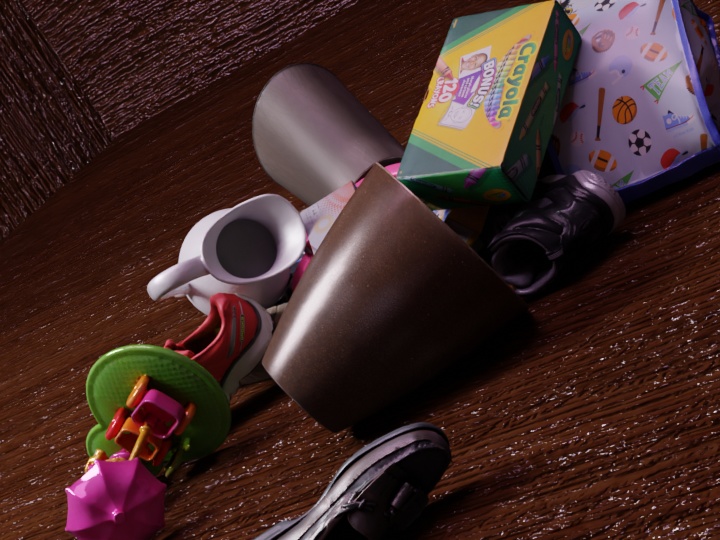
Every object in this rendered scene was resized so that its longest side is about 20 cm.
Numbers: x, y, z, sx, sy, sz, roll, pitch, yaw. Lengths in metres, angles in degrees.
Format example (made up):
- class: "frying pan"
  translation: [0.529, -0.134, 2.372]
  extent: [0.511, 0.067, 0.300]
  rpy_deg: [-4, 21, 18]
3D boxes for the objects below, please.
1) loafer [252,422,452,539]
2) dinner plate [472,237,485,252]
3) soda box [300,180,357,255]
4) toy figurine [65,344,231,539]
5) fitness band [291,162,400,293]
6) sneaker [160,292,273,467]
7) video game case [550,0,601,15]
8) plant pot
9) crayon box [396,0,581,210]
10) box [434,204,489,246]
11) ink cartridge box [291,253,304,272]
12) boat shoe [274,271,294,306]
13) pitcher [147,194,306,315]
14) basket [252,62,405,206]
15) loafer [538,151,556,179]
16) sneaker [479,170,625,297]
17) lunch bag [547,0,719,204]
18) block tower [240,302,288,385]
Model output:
- class: "loafer"
  translation: [-0.008, 0.195, 1.188]
  extent: [0.200, 0.072, 0.063]
  rpy_deg: [-39, 34, 8]
- class: "dinner plate"
  translation: [0.121, -0.082, 1.700]
  extent: [0.200, 0.024, 0.200]
  rpy_deg: [-46, 21, 23]
- class: "soda box"
  translation: [0.000, 0.000, 1.607]
  extent: [0.068, 0.064, 0.200]
  rpy_deg: [-32, 38, 10]
- class: "toy figurine"
  translation: [-0.231, 0.200, 1.539]
  extent: [0.200, 0.150, 0.184]
  rpy_deg: [-50, 12, 38]
- class: "fitness band"
  translation: [0.007, -0.033, 1.708]
  extent: [0.200, 0.037, 0.144]
  rpy_deg: [-45, 36, -4]
- class: "sneaker"
  translation: [-0.173, 0.107, 1.650]
  extent: [0.200, 0.085, 0.077]
  rpy_deg: [-58, 32, 6]
- class: "video game case"
  translation: [0.228, -0.213, 1.703]
  extent: [0.181, 0.200, 0.046]
  rpy_deg: [-24, 58, 31]
- class: "plant pot"
  translation: [0.013, 0.040, 1.424]
  extent: [0.200, 0.187, 0.187]
  rpy_deg: [-46, 15, 1]
- class: "crayon box"
  translation: [0.122, -0.154, 1.513]
  extent: [0.119, 0.058, 0.200]
  rpy_deg: [-4, 54, 38]
- class: "box"
  translation: [0.105, -0.088, 1.606]
  extent: [0.119, 0.041, 0.200]
  rpy_deg: [123, 168, -52]
- class: "ink cartridge box"
  translation: [-0.036, -0.011, 1.908]
  extent: [0.200, 0.039, 0.099]
  rpy_deg: [-22, 18, 36]
- class: "boat shoe"
  translation: [-0.073, 0.036, 1.787]
  extent: [0.073, 0.063, 0.200]
  rpy_deg: [-35, 16, -13]
- class: "pitcher"
  translation: [-0.152, -0.002, 1.710]
  extent: [0.171, 0.122, 0.200]
  rpy_deg: [-23, -5, -14]
- class: "basket"
  translation: [-0.019, -0.123, 1.868]
  extent: [0.136, 0.181, 0.200]
  rpy_deg: [-30, 42, -14]
- class: "loafer"
  translation: [0.232, -0.135, 1.685]
  extent: [0.200, 0.075, 0.070]
  rpy_deg: [-36, 23, 33]
- class: "sneaker"
  translation: [0.149, -0.031, 1.502]
  extent: [0.114, 0.076, 0.200]
  rpy_deg: [-42, 15, -28]
- class: "lunch bag"
  translation: [0.264, -0.158, 1.546]
  extent: [0.170, 0.124, 0.200]
  rpy_deg: [-25, 51, 27]
- class: "block tower"
  translation: [-0.091, 0.075, 1.688]
  extent: [0.200, 0.054, 0.058]
  rpy_deg: [-16, 54, 49]
